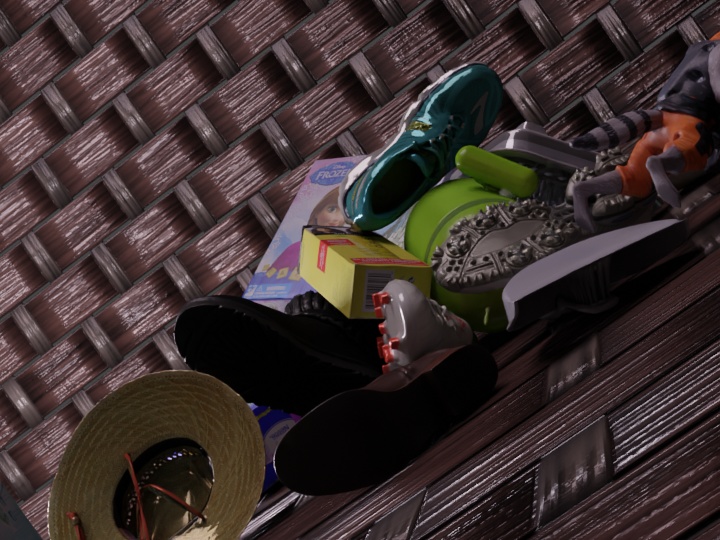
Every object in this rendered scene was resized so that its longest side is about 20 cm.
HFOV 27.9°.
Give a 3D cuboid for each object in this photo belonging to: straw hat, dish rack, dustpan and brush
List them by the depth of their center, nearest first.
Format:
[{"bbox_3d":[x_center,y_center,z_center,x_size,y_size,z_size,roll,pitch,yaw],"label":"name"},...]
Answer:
[{"bbox_3d":[0.154,0.014,1.062,0.139,0.058,0.200,-25,6,-9],"label":"dustpan and brush"},{"bbox_3d":[-0.159,0.191,1.217,0.200,0.201,0.085,-36,-32,-3],"label":"straw hat"},{"bbox_3d":[0.177,-0.082,1.370,0.200,0.170,0.044,142,142,-70],"label":"dish rack"}]

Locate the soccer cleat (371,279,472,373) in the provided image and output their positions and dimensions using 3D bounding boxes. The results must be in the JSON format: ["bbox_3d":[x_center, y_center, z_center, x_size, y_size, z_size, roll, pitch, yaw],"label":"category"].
[{"bbox_3d":[0.052,0.049,1.159,0.077,0.070,0.200,-11,-16,-2],"label":"soccer cleat"}]

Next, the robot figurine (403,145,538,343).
[{"bbox_3d":[0.104,-0.015,1.288,0.200,0.115,0.177,-121,52,-72],"label":"robot figurine"}]

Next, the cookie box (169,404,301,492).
[{"bbox_3d":[-0.088,0.160,1.451,0.171,0.075,0.200,-35,1,-22],"label":"cookie box"}]

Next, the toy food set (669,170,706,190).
[{"bbox_3d":[0.354,-0.152,1.366,0.143,0.061,0.200,-35,1,39],"label":"toy food set"}]

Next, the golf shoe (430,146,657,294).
[{"bbox_3d":[0.150,-0.013,1.146,0.199,0.078,0.098,-23,-45,-14],"label":"golf shoe"}]

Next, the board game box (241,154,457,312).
[{"bbox_3d":[-0.002,-0.036,1.490,0.199,0.041,0.200,-3,48,38],"label":"board game box"}]

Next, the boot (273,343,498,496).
[{"bbox_3d":[-0.011,0.119,1.066,0.185,0.065,0.200,-22,-2,-26],"label":"boot"}]

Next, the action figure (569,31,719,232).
[{"bbox_3d":[0.249,-0.121,1.043,0.193,0.105,0.200,-45,-2,-24],"label":"action figure"}]

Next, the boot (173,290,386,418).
[{"bbox_3d":[-0.065,0.056,1.294,0.080,0.210,0.158,-56,17,23],"label":"boot"}]

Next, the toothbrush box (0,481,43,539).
[{"bbox_3d":[-0.289,0.241,1.027,0.146,0.201,0.085,-35,1,0],"label":"toothbrush box"}]

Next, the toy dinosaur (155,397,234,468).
[{"bbox_3d":[-0.140,0.158,1.301,0.058,0.101,0.201,-24,-39,-44],"label":"toy dinosaur"}]

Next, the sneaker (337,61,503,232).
[{"bbox_3d":[0.064,-0.108,1.342,0.200,0.077,0.080,-48,14,-5],"label":"sneaker"}]

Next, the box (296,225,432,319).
[{"bbox_3d":[0.000,0.000,1.298,0.075,0.051,0.200,2,11,-14],"label":"box"}]
